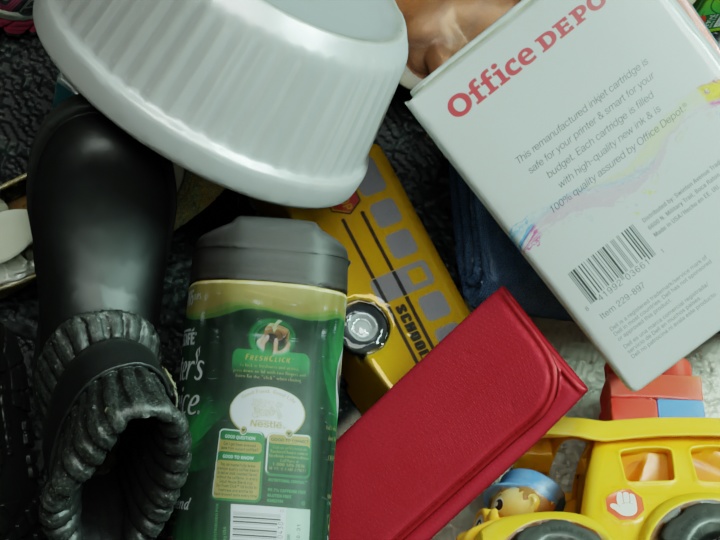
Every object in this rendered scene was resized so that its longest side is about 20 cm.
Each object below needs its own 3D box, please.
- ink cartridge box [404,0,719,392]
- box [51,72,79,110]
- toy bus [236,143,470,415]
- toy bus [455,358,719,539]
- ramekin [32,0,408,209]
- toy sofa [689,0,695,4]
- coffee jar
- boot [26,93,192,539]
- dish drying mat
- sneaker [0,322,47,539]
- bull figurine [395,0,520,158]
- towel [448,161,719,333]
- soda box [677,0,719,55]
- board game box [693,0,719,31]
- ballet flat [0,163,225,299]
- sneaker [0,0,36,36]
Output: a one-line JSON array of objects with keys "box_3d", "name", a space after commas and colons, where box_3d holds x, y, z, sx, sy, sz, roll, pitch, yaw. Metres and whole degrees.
[{"box_3d": [0.142, -0.060, 1.403, 0.145, 0.088, 0.200, -38, 91, 10], "name": "ink cartridge box"}, {"box_3d": [-0.089, -0.150, 1.533, 0.082, 0.049, 0.200, 36, 67, 3], "name": "box"}, {"box_3d": [0.000, 0.000, 1.483, 0.078, 0.065, 0.200, -23, 75, -18], "name": "toy bus"}, {"box_3d": [0.135, 0.135, 1.429, 0.200, 0.136, 0.192, -1, 56, -8], "name": "toy bus"}, {"box_3d": [-0.065, -0.129, 1.393, 0.202, 0.094, 0.202, 29, 23, -14], "name": "ramekin"}, {"box_3d": [0.132, -0.227, 1.558, 0.083, 0.098, 0.200, 13, 38, -38], "name": "toy sofa"}, {"box_3d": [-0.054, 0.073, 1.385, 0.085, 0.104, 0.200, 5, 82, -5], "name": "coffee jar"}, {"box_3d": [-0.130, 0.030, 1.350, 0.079, 0.211, 0.158, -2, 26, -8], "name": "boot"}, {"box_3d": [0.027, 0.103, 1.411, 0.200, 0.018, 0.077, -44, 69, 15], "name": "dish drying mat"}, {"box_3d": [-0.220, 0.131, 1.402, 0.088, 0.076, 0.200, -10, 78, 19], "name": "sneaker"}, {"box_3d": [0.066, -0.132, 1.547, 0.200, 0.065, 0.121, -10, 73, -13], "name": "bull figurine"}, {"box_3d": [0.145, -0.021, 1.509, 0.200, 0.049, 0.112, 5, 69, -25], "name": "towel"}, {"box_3d": [0.202, -0.062, 1.471, 0.068, 0.064, 0.200, -34, 89, 6], "name": "soda box"}, {"box_3d": [0.225, -0.229, 1.539, 0.048, 0.200, 0.102, -9, 71, -14], "name": "board game box"}, {"box_3d": [-0.152, -0.037, 1.439, 0.200, 0.071, 0.071, -26, 75, 1], "name": "ballet flat"}, {"box_3d": [-0.175, -0.236, 1.538, 0.081, 0.075, 0.200, 14, 67, -5], "name": "sneaker"}]
